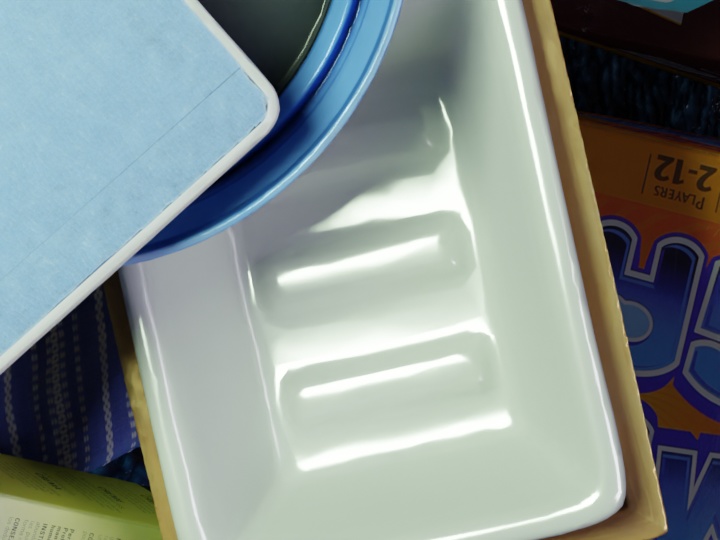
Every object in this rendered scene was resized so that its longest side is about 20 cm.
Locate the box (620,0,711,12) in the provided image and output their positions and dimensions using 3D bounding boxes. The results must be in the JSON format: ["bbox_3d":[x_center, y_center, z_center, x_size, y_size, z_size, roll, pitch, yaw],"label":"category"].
[{"bbox_3d":[0.084,-0.192,0.941,0.082,0.049,0.200,6,71,-36],"label":"box"}]

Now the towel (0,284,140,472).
[{"bbox_3d":[-0.098,0.008,0.944,0.200,0.024,0.145,-25,123,-44],"label":"towel"}]

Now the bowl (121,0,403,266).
[{"bbox_3d":[-0.087,-0.101,0.811,0.201,0.039,0.201,-1,103,-6],"label":"bowl"}]

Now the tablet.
[{"bbox_3d":[-0.135,-0.027,0.784,0.200,0.014,0.130,-42,102,-4],"label":"tablet"}]

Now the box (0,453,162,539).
[{"bbox_3d":[-0.136,0.093,0.879,0.200,0.050,0.075,16,99,-44],"label":"box"}]

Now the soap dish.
[{"bbox_3d":[0.000,0.000,0.888,0.081,0.157,0.200,-17,94,-82],"label":"soap dish"}]

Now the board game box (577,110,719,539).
[{"bbox_3d":[0.158,0.053,1.133,0.200,0.200,0.200,6,98,-52],"label":"board game box"}]

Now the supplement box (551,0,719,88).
[{"bbox_3d":[0.196,-0.132,1.110,0.197,0.200,0.133,11,95,-52],"label":"supplement box"}]
